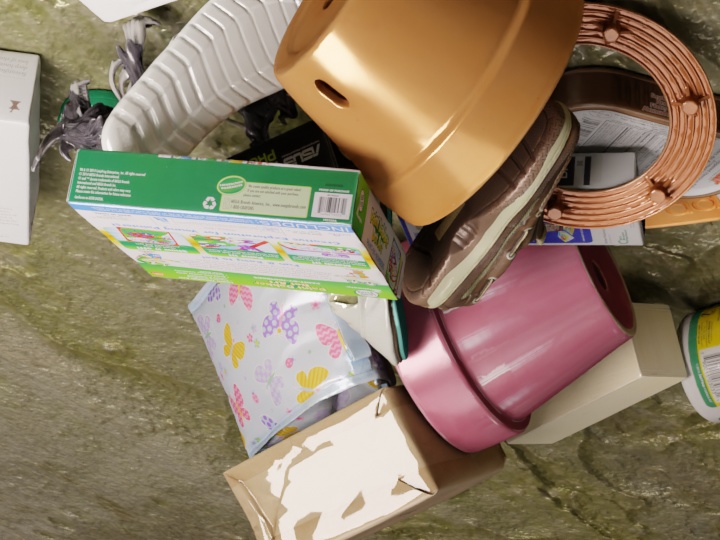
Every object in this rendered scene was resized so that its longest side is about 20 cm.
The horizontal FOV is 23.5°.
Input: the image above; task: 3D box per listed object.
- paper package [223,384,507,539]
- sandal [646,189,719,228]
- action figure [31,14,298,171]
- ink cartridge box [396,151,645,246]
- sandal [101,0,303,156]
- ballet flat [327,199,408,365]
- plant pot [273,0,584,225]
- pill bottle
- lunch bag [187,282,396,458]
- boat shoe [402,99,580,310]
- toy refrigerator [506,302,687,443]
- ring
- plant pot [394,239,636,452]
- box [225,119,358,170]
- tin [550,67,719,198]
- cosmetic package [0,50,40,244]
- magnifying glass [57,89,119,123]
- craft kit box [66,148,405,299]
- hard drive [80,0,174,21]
[{"bbox_3d":[0.007,0.182,1.567,0.191,0.104,0.200,-29,170,19],"label":"paper package"},{"bbox_3d":[0.312,-0.046,1.461,0.207,0.059,0.079,-11,149,26],"label":"sandal"},{"bbox_3d":[-0.155,-0.129,1.307,0.200,0.102,0.119,-11,165,-18],"label":"action figure"},{"bbox_3d":[0.129,-0.057,1.415,0.200,0.039,0.099,-1,154,13],"label":"ink cartridge box"},{"bbox_3d":[-0.105,-0.145,1.243,0.082,0.203,0.050,54,173,-9],"label":"sandal"},{"bbox_3d":[0.000,0.000,1.383,0.069,0.069,0.200,-1,137,7],"label":"ballet flat"},{"bbox_3d":[0.034,-0.150,1.174,0.140,0.200,0.200,32,144,-17],"label":"plant pot"},{"bbox_3d":[0.408,0.070,1.619,0.200,0.113,0.113,-17,146,34],"label":"pill bottle"},{"bbox_3d":[-0.051,0.057,1.558,0.127,0.170,0.200,-16,163,-28],"label":"lunch bag"},{"bbox_3d":[0.111,-0.048,1.323,0.075,0.075,0.202,15,131,-33],"label":"boat shoe"},{"bbox_3d":[0.222,0.103,1.683,0.070,0.076,0.200,4,155,-35],"label":"toy refrigerator"},{"bbox_3d":[0.167,-0.111,1.306,0.200,0.019,0.201,7,127,9],"label":"ring"},{"bbox_3d":[0.135,0.036,1.522,0.179,0.200,0.200,-27,143,19],"label":"plant pot"},{"bbox_3d":[-0.055,-0.074,1.378,0.200,0.044,0.160,-21,175,34],"label":"box"},{"bbox_3d":[0.225,-0.106,1.383,0.200,0.042,0.112,12,155,-16],"label":"tin"},{"bbox_3d":[-0.314,-0.101,1.413,0.102,0.074,0.200,7,150,-8],"label":"cosmetic package"},{"bbox_3d":[-0.190,-0.093,1.472,0.080,0.022,0.200,-7,149,18],"label":"magnifying glass"},{"bbox_3d":[-0.080,-0.030,1.229,0.200,0.049,0.198,6,163,11],"label":"craft kit box"},{"bbox_3d":[-0.182,-0.245,1.169,0.132,0.026,0.200,-13,148,28],"label":"hard drive"}]
